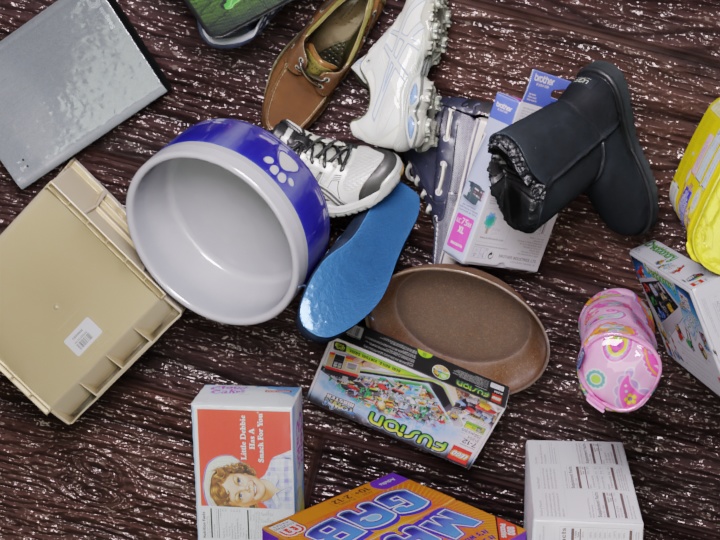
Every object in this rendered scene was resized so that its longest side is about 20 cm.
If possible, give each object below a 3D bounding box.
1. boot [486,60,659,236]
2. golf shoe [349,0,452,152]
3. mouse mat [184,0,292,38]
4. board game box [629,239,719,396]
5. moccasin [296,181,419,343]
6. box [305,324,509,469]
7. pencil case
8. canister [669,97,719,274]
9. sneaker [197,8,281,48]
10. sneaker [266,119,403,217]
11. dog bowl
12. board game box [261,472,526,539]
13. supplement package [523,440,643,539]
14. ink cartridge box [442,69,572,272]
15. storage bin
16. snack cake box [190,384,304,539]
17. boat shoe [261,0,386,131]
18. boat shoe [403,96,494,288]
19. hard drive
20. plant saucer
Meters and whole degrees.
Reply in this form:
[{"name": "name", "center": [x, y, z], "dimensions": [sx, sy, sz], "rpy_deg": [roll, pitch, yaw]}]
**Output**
[{"name": "boot", "center": [0.205, -0.083, 1.289], "dimensions": [0.168, 0.076, 0.201], "rpy_deg": [-38, 126, -26]}, {"name": "golf shoe", "center": [0.037, -0.219, 1.308], "dimensions": [0.096, 0.078, 0.202], "rpy_deg": [5, 78, 17]}, {"name": "mouse mat", "center": [-0.098, -0.326, 1.275], "dimensions": [0.199, 0.008, 0.162], "rpy_deg": [-31, 74, -12]}, {"name": "board game box", "center": [0.330, 0.048, 1.307], "dimensions": [0.034, 0.200, 0.127], "rpy_deg": [-23, 103, 0]}, {"name": "moccasin", "center": [0.000, 0.000, 1.323], "dimensions": [0.080, 0.068, 0.200], "rpy_deg": [41, 60, -3]}, {"name": "box", "center": [0.050, 0.133, 1.423], "dimensions": [0.198, 0.035, 0.111], "rpy_deg": [22, 131, 0]}, {"name": "pencil case", "center": [0.257, 0.078, 1.322], "dimensions": [0.086, 0.200, 0.088], "rpy_deg": [2, 103, 10]}, {"name": "canister", "center": [0.364, -0.087, 1.266], "dimensions": [0.086, 0.200, 0.150], "rpy_deg": [23, 107, -1]}, {"name": "sneaker", "center": [-0.087, -0.297, 1.302], "dimensions": [0.070, 0.109, 0.200], "rpy_deg": [42, 105, -7]}, {"name": "sneaker", "center": [-0.056, -0.108, 1.328], "dimensions": [0.198, 0.076, 0.088], "rpy_deg": [-1, 138, 27]}, {"name": "dog bowl", "center": [-0.133, -0.048, 1.327], "dimensions": [0.198, 0.079, 0.202], "rpy_deg": [16, 128, 20]}, {"name": "board game box", "center": [0.034, 0.361, 1.383], "dimensions": [0.199, 0.199, 0.202], "rpy_deg": [15, 112, 43]}, {"name": "supplement package", "center": [0.228, 0.290, 1.383], "dimensions": [0.110, 0.200, 0.158], "rpy_deg": [1, 106, 6]}, {"name": "ink cartridge box", "center": [0.164, -0.101, 1.327], "dimensions": [0.042, 0.119, 0.202], "rpy_deg": [33, 109, 43]}, {"name": "storage bin", "center": [-0.315, 0.026, 1.423], "dimensions": [0.200, 0.094, 0.199], "rpy_deg": [-43, 98, 14]}, {"name": "snack cake box", "center": [-0.124, 0.234, 1.473], "dimensions": [0.114, 0.067, 0.202], "rpy_deg": [2, 105, 7]}, {"name": "boat shoe", "center": [-0.045, -0.217, 1.340], "dimensions": [0.072, 0.068, 0.201], "rpy_deg": [29, 108, -6]}, {"name": "boat shoe", "center": [0.085, -0.087, 1.371], "dimensions": [0.092, 0.075, 0.202], "rpy_deg": [19, 107, 18]}, {"name": "hard drive", "center": [-0.318, -0.198, 1.392], "dimensions": [0.199, 0.033, 0.140], "rpy_deg": [-31, 100, 13]}, {"name": "plant saucer", "center": [0.104, 0.057, 1.380], "dimensions": [0.198, 0.037, 0.201], "rpy_deg": [13, 140, 11]}]
